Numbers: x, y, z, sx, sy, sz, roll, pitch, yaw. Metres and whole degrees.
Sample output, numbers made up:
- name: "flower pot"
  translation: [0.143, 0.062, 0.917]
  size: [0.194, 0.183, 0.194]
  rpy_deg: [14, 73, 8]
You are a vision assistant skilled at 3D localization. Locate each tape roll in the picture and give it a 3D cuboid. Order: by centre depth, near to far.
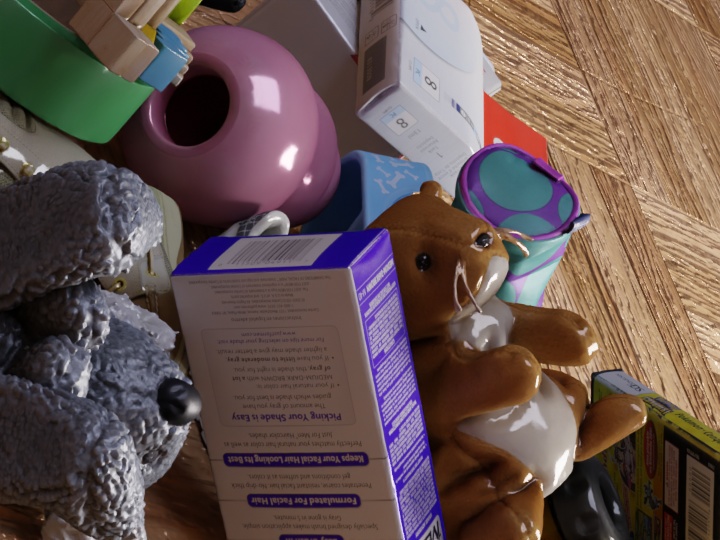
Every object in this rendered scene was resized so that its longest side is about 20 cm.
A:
- name: "tape roll"
  translation: [-0.208, -0.158, 1.549]
  size: [0.200, 0.048, 0.200]
  rpy_deg: [42, 9, -8]

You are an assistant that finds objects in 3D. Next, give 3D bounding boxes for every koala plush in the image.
- name: "koala plush"
  translation: [-0.154, 0.058, 1.324]
  size: [0.200, 0.183, 0.178]
  rpy_deg: [34, 55, -61]

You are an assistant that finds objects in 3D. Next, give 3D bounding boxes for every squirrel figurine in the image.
- name: "squirrel figurine"
  translation: [0.039, 0.048, 1.525]
  size: [0.141, 0.200, 0.187]
  rpy_deg: [-39, 110, -33]

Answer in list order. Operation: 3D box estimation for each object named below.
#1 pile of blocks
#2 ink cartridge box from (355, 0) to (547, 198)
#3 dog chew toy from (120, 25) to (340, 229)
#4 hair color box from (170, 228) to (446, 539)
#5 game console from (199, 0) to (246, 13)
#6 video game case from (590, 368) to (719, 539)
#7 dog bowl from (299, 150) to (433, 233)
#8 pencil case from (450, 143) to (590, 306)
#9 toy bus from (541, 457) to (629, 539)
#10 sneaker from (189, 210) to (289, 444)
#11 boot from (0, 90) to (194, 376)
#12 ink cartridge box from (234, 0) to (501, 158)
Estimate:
- name: "pile of blocks"
  translation: [-0.116, -0.153, 1.516]
  size: [0.082, 0.062, 0.200]
  rpy_deg: [39, 10, -16]
- name: "ink cartridge box"
  translation: [0.080, -0.112, 1.861]
  size: [0.200, 0.047, 0.161]
  rpy_deg: [38, 32, -27]
- name: "dog chew toy"
  translation: [-0.071, -0.078, 1.675]
  size: [0.125, 0.124, 0.200]
  rpy_deg: [63, 10, 20]
- name: "hair color box"
  translation: [-0.026, 0.081, 1.448]
  size: [0.065, 0.109, 0.201]
  rpy_deg: [-44, 128, -60]
- name: "game console"
  translation: [-0.165, -0.218, 1.603]
  size: [0.176, 0.031, 0.200]
  rpy_deg: [21, -12, 12]
- name: "video game case"
  translation: [0.192, 0.182, 1.656]
  size: [0.025, 0.201, 0.181]
  rpy_deg: [-7, 17, -20]
- name: "dog bowl"
  translation: [0.000, 0.000, 1.709]
  size: [0.049, 0.112, 0.201]
  rpy_deg: [24, 35, -19]
- name: "pencil case"
  translation: [0.084, 0.018, 1.718]
  size: [0.092, 0.201, 0.085]
  rpy_deg: [-25, 55, -37]
- name: "toy bus"
  translation: [0.117, 0.230, 1.590]
  size: [0.192, 0.135, 0.201]
  rpy_deg: [57, 19, -34]
- name: "sneaker"
  translation: [-0.052, 0.060, 1.571]
  size: [0.076, 0.080, 0.201]
  rpy_deg: [18, 43, -53]
- name: "boot"
  translation: [-0.166, -0.012, 1.476]
  size: [0.154, 0.072, 0.200]
  rpy_deg: [38, 24, -31]
- name: "ink cartridge box"
  translation: [0.004, -0.151, 1.930]
  size: [0.146, 0.083, 0.200]
  rpy_deg: [54, 25, 0]
